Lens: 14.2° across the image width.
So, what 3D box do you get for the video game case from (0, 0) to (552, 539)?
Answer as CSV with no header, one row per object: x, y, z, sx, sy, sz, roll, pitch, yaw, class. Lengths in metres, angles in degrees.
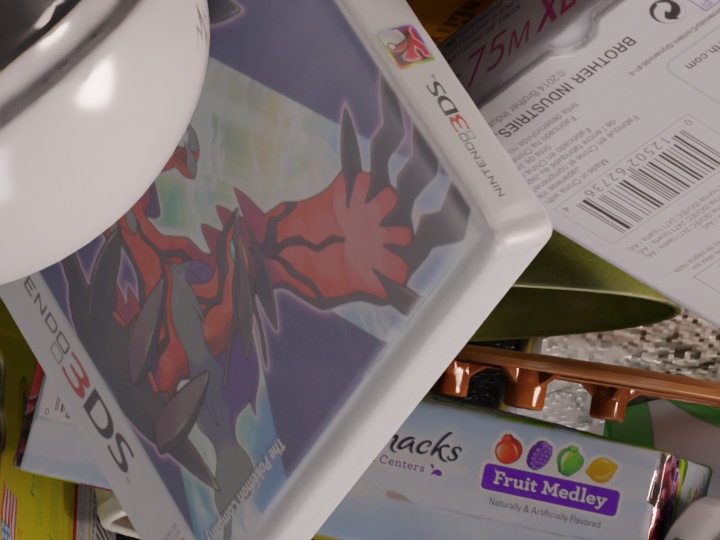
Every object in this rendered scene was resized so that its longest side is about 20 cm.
-0.046,-0.025,0.765,0.023,0.183,0.200,-18,156,-37,video game case

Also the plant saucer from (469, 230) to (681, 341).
0.000,0.000,0.902,0.199,0.031,0.200,-1,174,0,plant saucer

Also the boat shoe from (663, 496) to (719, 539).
0.163,0.105,0.910,0.086,0.075,0.202,20,-176,26,boat shoe

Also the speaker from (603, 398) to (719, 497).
0.191,0.085,1.056,0.199,0.089,0.089,-2,150,2,speaker

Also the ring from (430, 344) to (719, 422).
0.109,0.045,0.937,0.200,0.019,0.200,10,178,0,ring

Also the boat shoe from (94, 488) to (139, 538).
-0.020,0.100,1.088,0.071,0.070,0.200,-27,140,36,boat shoe

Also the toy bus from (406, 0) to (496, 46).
0.015,-0.088,0.758,0.065,0.079,0.200,8,150,-31,toy bus

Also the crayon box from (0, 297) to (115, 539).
-0.131,0.094,1.021,0.051,0.127,0.200,-4,148,5,crayon box

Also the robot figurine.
-0.121,-0.090,0.682,0.200,0.125,0.150,54,159,-20,robot figurine

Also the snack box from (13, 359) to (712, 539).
0.006,0.063,0.933,0.199,0.053,0.142,12,178,13,snack box

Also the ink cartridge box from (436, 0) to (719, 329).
0.128,-0.024,0.722,0.200,0.042,0.119,31,138,-23,ink cartridge box
